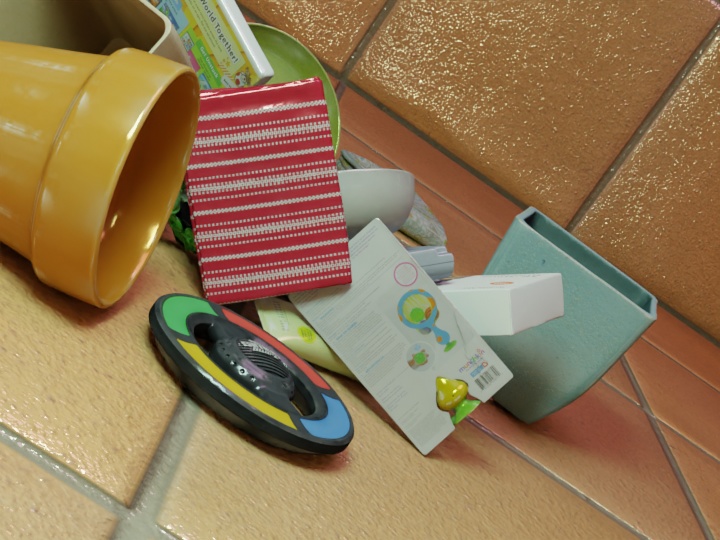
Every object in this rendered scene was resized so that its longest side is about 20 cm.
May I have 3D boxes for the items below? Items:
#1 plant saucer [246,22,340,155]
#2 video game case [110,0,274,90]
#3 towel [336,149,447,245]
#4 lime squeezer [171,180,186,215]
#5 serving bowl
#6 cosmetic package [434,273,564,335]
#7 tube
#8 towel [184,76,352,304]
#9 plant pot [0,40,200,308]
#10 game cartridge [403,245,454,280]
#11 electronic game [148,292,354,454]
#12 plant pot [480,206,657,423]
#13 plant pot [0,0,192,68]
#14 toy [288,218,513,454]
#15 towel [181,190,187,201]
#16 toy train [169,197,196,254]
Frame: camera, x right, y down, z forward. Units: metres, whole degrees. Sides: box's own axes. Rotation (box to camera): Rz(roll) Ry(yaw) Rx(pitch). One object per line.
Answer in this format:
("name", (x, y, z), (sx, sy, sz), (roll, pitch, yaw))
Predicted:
("plant saucer", (-0.115, -0.164, 1.558), (0.200, 0.201, 0.031), (30, -21, -23))
("video game case", (-0.191, -0.229, 1.460), (0.023, 0.182, 0.201), (-16, 74, -51))
("towel", (0.047, -0.117, 2.341), (0.171, 0.048, 0.200), (30, 14, -24))
("lime squeezer", (-0.171, -0.083, 1.404), (0.070, 0.200, 0.038), (1, -43, 54))
("serving bowl", (-0.038, -0.049, 1.472), (0.200, 0.199, 0.066), (8, 72, -65))
("cosmetic package", (0.091, 0.036, 1.503), (0.199, 0.052, 0.151), (-2, 7, 27))
("tube", (-0.020, 0.075, 1.420), (0.199, 0.052, 0.058), (24, -14, -33))
("towel", (-0.091, -0.076, 1.361), (0.144, 0.201, 0.022), (-9, 2, -7))
("plant pot", (-0.249, -0.096, 1.146), (0.182, 0.201, 0.200), (21, 11, 6))
("game cartridge", (0.000, 0.000, 1.520), (0.132, 0.041, 0.200), (-5, 2, -19))
("electronic game", (-0.089, 0.084, 1.205), (0.200, 0.042, 0.200), (34, 12, -8))
("plant pot", (0.217, 0.065, 1.741), (0.196, 0.200, 0.196), (37, 13, 6))
("plant pot", (-0.270, -0.176, 1.380), (0.200, 0.200, 0.177), (41, -1, 22))
("toy", (0.038, 0.064, 1.395), (0.200, 0.115, 0.047), (49, -4, 5))
("towel", (-0.138, -0.101, 1.608), (0.199, 0.023, 0.153), (-7, 33, -33))
("toy train", (-0.164, -0.040, 1.442), (0.200, 0.042, 0.057), (40, -25, 31))
